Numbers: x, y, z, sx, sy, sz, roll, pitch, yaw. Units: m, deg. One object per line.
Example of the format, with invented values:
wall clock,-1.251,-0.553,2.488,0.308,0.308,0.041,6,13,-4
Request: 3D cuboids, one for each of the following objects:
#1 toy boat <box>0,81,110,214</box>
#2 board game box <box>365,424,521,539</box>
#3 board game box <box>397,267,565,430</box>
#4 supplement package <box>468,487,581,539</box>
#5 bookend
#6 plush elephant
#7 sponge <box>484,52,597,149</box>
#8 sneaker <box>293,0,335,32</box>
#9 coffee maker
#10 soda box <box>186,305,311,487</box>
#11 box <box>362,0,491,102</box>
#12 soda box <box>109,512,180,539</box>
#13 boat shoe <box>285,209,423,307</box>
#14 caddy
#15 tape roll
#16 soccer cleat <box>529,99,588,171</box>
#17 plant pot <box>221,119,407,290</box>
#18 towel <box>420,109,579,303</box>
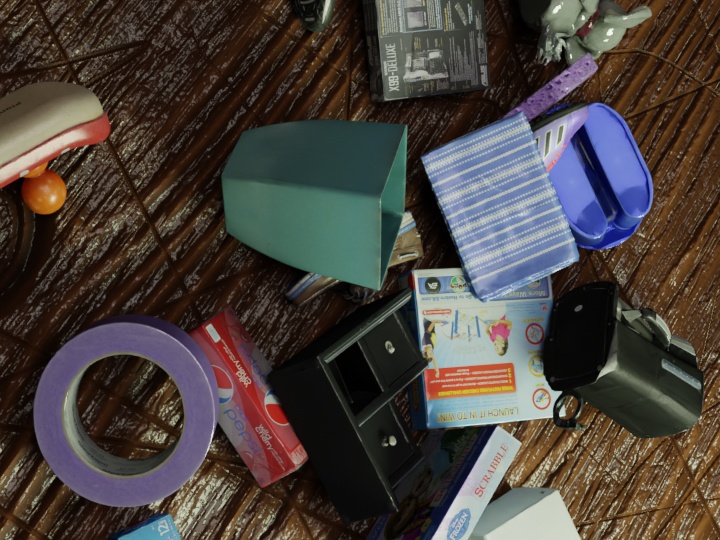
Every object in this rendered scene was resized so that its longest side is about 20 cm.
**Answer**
toy boat,-0.372,-0.125,1.474,0.199,0.130,0.132,-33,124,-21
board game box,0.084,0.278,1.526,0.041,0.199,0.201,37,70,-11
board game box,0.154,0.096,1.658,0.197,0.056,0.199,-2,83,-21
supplement package,0.214,0.384,1.603,0.116,0.117,0.202,-26,91,-21
bookend,0.019,0.158,1.545,0.198,0.092,0.202,-33,99,-48
plush elephant,0.297,-0.356,1.734,0.153,0.164,0.203,9,72,-33
sponge,0.212,-0.206,1.699,0.199,0.111,0.030,-37,92,-22
sneaker,-0.034,-0.401,1.659,0.079,0.073,0.203,15,81,-42
coffee maker,0.330,0.140,1.657,0.199,0.134,0.194,31,79,-33
soda box,-0.135,0.148,1.523,0.201,0.070,0.063,56,35,-3
box,0.083,-0.325,1.676,0.156,0.050,0.203,-10,100,-21
soda box,-0.214,0.380,1.469,0.067,0.064,0.202,-22,89,-22
boat shoe,0.000,0.000,1.606,0.199,0.072,0.073,-32,93,-22
caddy,0.302,-0.127,1.727,0.140,0.105,0.202,-24,88,1
tape roll,-0.257,0.153,1.443,0.197,0.085,0.203,0,93,-3
soccer cleat,0.219,-0.140,1.647,0.074,0.199,0.068,59,32,8
plant pot,-0.056,-0.088,1.531,0.197,0.143,0.142,9,43,10
towel,0.173,-0.077,1.610,0.143,0.024,0.202,-22,96,5
